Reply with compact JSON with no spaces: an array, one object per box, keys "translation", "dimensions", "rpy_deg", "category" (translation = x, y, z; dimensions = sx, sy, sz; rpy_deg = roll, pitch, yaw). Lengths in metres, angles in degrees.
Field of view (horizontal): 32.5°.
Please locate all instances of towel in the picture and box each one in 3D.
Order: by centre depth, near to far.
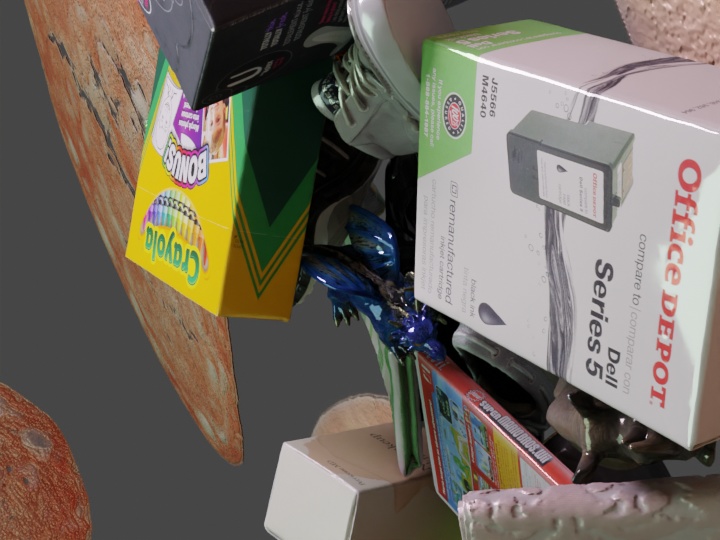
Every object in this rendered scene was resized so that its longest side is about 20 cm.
[{"translation":[0.164,0.185,0.698],"dimensions":[0.032,0.198,0.192],"rpy_deg":[-86,-13,-51],"category":"towel"},{"translation":[0.013,0.040,0.959],"dimensions":[0.201,0.023,0.153],"rpy_deg":[-109,8,-47],"category":"towel"}]

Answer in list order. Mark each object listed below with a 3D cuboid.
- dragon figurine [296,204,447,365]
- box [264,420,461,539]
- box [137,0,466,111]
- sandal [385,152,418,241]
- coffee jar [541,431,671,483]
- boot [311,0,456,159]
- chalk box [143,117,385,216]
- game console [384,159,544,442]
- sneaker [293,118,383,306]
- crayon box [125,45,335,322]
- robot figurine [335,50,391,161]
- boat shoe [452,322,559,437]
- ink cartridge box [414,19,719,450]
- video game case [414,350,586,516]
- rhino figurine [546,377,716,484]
[{"translation":[0.000,0.000,0.805],"dimensions":[0.200,0.059,0.100],"rpy_deg":[37,166,32],"category":"dragon figurine"},{"translation":[0.029,0.179,1.003],"dimensions":[0.095,0.199,0.078],"rpy_deg":[25,109,39],"category":"box"},{"translation":[-0.024,-0.190,0.702],"dimensions":[0.107,0.199,0.122],"rpy_deg":[62,162,6],"category":"box"},{"translation":[0.042,-0.080,0.849],"dimensions":[0.075,0.048,0.202],"rpy_deg":[-46,-48,-63],"category":"sandal"},{"translation":[0.146,0.166,0.870],"dimensions":[0.105,0.085,0.200],"rpy_deg":[61,162,8],"category":"coffee jar"},{"translation":[0.012,-0.106,0.709],"dimensions":[0.200,0.095,0.074],"rpy_deg":[34,-129,-62],"category":"boot"},{"translation":[-0.069,-0.081,1.060],"dimensions":[0.124,0.124,0.200],"rpy_deg":[56,-176,25],"category":"chalk box"},{"translation":[0.083,0.033,0.995],"dimensions":[0.177,0.115,0.201],"rpy_deg":[-90,-5,-46],"category":"game console"},{"translation":[-0.027,-0.067,0.895],"dimensions":[0.074,0.079,0.201],"rpy_deg":[35,126,8],"category":"sneaker"},{"translation":[-0.097,-0.072,0.855],"dimensions":[0.200,0.058,0.174],"rpy_deg":[23,104,61],"category":"crayon box"},{"translation":[-0.009,-0.169,0.923],"dimensions":[0.202,0.058,0.145],"rpy_deg":[69,163,-9],"category":"robot figurine"},{"translation":[0.099,0.068,0.848],"dimensions":[0.074,0.065,0.202],"rpy_deg":[27,160,23],"category":"boat shoe"},{"translation":[0.118,-0.028,0.596],"dimensions":[0.199,0.083,0.147],"rpy_deg":[29,125,48],"category":"ink cartridge box"},{"translation":[0.103,0.153,0.807],"dimensions":[0.200,0.017,0.144],"rpy_deg":[42,151,46],"category":"video game case"},{"translation":[0.141,0.074,0.643],"dimensions":[0.200,0.087,0.060],"rpy_deg":[-23,-65,-77],"category":"rhino figurine"}]
